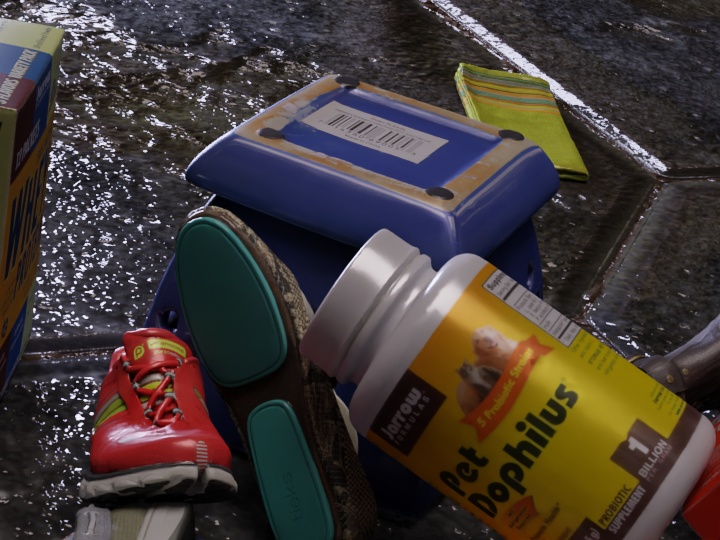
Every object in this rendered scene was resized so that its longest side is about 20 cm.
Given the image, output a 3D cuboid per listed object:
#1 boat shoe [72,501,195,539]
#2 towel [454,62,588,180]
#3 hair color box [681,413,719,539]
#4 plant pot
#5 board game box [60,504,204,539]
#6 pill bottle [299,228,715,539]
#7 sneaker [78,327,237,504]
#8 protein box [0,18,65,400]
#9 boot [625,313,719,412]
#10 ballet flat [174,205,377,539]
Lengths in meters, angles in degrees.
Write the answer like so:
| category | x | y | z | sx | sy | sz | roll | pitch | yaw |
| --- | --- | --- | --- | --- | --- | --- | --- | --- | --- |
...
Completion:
| category | x | y | z | sx | sy | sz | roll | pitch | yaw |
| --- | --- | --- | --- | --- | --- | --- | --- | --- | --- |
| boat shoe | -0.123 | 0.157 | 0.911 | 0.064 | 0.075 | 0.202 | 6 | 20 | 7 |
| towel | 0.134 | -0.127 | 1.715 | 0.086 | 0.018 | 0.200 | 6 | 26 | -9 |
| hair color box | 0.232 | 0.124 | 1.070 | 0.111 | 0.064 | 0.200 | 48 | 14 | 2 |
| plant pot | 0.000 | 0.000 | 1.203 | 0.199 | 0.181 | 0.200 | 20 | 27 | 19 |
| board game box | -0.133 | 0.173 | 0.973 | 0.103 | 0.020 | 0.200 | 23 | 27 | 26 |
| pill bottle | 0.071 | 0.067 | 1.030 | 0.200 | 0.109 | 0.109 | 35 | 29 | 6 |
| sneaker | -0.109 | 0.073 | 1.052 | 0.077 | 0.085 | 0.200 | 1 | 4 | -14 |
| protein box | -0.282 | -0.038 | 1.142 | 0.197 | 0.201 | 0.135 | 10 | 25 | -1 |
| boot | 0.180 | 0.073 | 1.222 | 0.174 | 0.200 | 0.069 | -28 | 74 | -12 |
| ballet flat | -0.041 | 0.059 | 1.089 | 0.068 | 0.201 | 0.075 | -21 | -1 | 31 |
